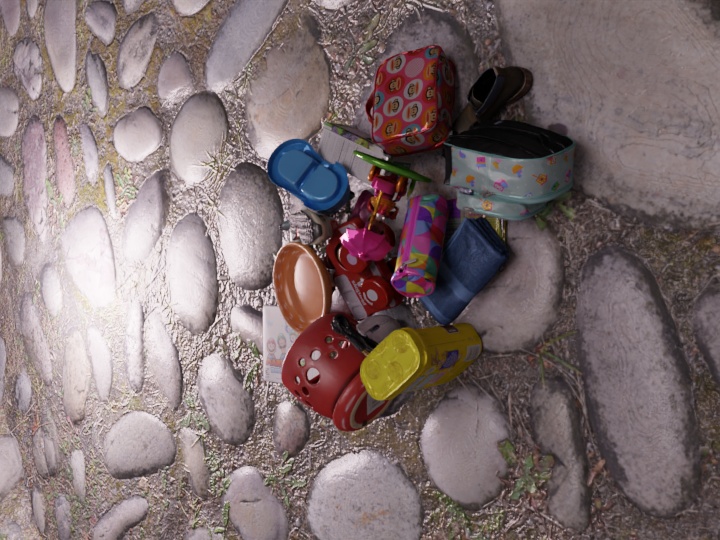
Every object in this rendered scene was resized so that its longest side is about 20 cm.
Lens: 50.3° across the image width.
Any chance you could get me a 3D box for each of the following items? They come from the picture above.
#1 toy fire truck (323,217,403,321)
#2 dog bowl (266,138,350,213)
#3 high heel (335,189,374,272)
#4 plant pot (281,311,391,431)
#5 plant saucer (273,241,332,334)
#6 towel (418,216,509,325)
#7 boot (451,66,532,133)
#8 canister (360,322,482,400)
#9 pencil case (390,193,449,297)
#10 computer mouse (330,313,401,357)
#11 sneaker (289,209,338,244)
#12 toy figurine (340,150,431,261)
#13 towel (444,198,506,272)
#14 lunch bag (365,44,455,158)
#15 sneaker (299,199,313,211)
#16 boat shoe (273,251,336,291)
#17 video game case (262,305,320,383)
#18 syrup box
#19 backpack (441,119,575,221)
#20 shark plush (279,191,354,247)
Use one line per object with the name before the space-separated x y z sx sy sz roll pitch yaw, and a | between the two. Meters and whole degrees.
toy fire truck | 0.000 0.000 1.544 0.168 0.112 0.201 -21 102 45
dog bowl | -0.103 -0.191 1.584 0.200 0.050 0.112 36 87 25
high heel | -0.013 -0.071 1.630 0.096 0.067 0.201 -110 32 -49
plant pot | -0.034 0.214 1.558 0.182 0.200 0.201 40 117 31
plant saucer | -0.119 0.037 1.625 0.200 0.037 0.201 18 113 49
towel | 0.182 0.003 1.419 0.200 0.048 0.112 -52 59 31
boot | 0.207 -0.299 1.379 0.200 0.097 0.075 -43 64 35
canister | 0.116 0.163 1.413 0.149 0.199 0.087 -47 61 33
pencil case | 0.111 -0.048 1.404 0.088 0.088 0.201 -21 45 41
computer mouse | 0.030 0.114 1.496 0.109 0.200 0.044 37 108 19
sneaker | -0.084 -0.092 1.563 0.200 0.093 0.071 -169 72 -73
toy figurine | 0.030 -0.109 1.411 0.149 0.200 0.185 22 100 5
towel | 0.192 -0.065 1.455 0.199 0.023 0.145 -2 91 44
lunch bag | 0.088 -0.318 1.457 0.175 0.082 0.201 -7 66 32
sneaker | -0.124 -0.208 1.687 0.090 0.067 0.200 -42 40 -3
boat shoe | -0.129 0.016 1.723 0.199 0.074 0.066 26 116 34
video game case | -0.157 0.176 1.789 0.199 0.024 0.183 1 92 43
syrup box | 0.007 -0.236 1.581 0.200 0.079 0.082 31 112 38
backpack | 0.257 -0.170 1.290 0.199 0.175 0.154 10 116 41
shark plush | -0.085 -0.115 1.708 0.200 0.091 0.083 -36 87 16
